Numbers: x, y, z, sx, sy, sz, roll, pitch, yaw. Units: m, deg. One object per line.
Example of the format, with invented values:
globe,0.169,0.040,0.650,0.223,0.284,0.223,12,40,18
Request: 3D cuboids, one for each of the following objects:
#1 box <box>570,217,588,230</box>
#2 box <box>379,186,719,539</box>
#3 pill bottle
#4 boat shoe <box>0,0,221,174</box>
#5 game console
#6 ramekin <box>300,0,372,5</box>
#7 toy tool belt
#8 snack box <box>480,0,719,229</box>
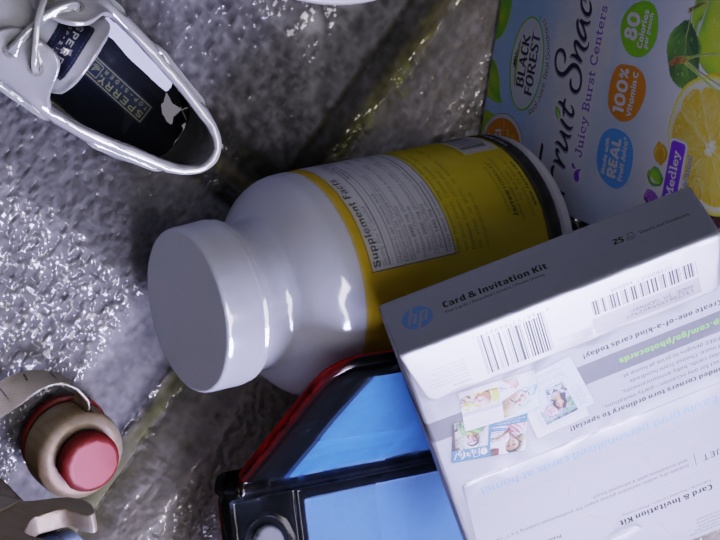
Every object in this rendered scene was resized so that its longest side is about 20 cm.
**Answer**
box,0.209,-0.038,1.133,0.200,0.044,0.160,-40,126,-16
box,0.109,0.069,0.917,0.156,0.041,0.200,-21,131,0
pill bottle,0.000,0.000,0.953,0.200,0.112,0.112,-13,115,-31
boat shoe,-0.136,-0.107,0.842,0.200,0.065,0.074,31,89,-40
game console,0.040,0.121,0.972,0.200,0.119,0.173,-7,89,-37
ramekin,-0.027,-0.226,0.849,0.200,0.105,0.200,-14,116,-31
toy tool belt,-0.171,0.150,0.882,0.200,0.123,0.125,-41,127,-16
snack box,0.146,-0.090,0.966,0.053,0.200,0.142,-2,110,-36
